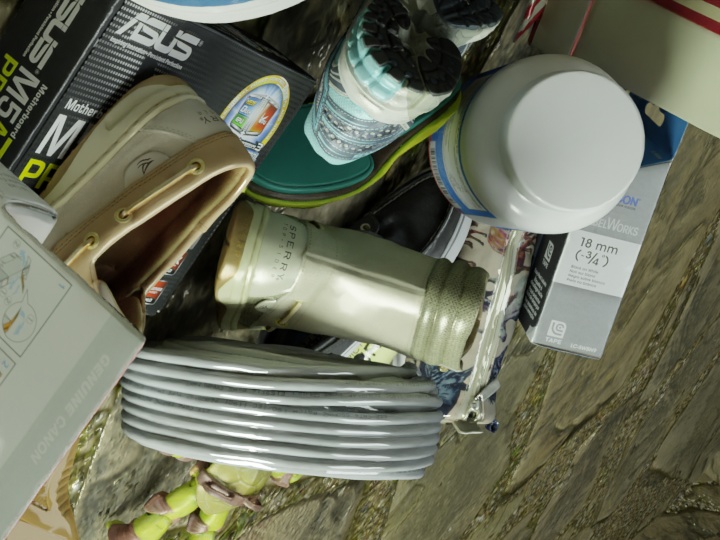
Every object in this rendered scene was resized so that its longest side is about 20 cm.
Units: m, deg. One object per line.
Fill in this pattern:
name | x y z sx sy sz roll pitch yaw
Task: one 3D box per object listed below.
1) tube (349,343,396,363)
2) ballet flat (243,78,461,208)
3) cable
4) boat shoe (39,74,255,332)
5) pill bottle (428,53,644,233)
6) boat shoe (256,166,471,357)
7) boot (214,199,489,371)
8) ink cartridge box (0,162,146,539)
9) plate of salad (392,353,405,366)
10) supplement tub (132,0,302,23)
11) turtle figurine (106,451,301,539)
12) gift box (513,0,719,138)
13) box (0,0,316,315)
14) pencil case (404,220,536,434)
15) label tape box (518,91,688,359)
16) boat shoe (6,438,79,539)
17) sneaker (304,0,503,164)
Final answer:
tube | -0.003 0.055 1.152 0.200 0.058 0.052 -58 -163 30
ballet flat | -0.012 -0.073 0.927 0.200 0.067 0.067 -33 169 -41
cable | -0.049 0.082 0.924 0.200 0.199 0.069 179 -82 -82
boat shoe | -0.125 0.007 0.687 0.200 0.069 0.074 -52 159 3
pill bottle | 0.113 -0.079 0.973 0.112 0.112 0.200 -50 -172 -2
boat shoe | 0.000 0.000 1.071 0.200 0.070 0.066 -43 161 1
boot | -0.005 0.015 0.910 0.200 0.154 0.072 106 -1 -82
ink cartridge box | -0.187 0.052 0.611 0.200 0.173 0.044 -54 159 8
plate of salad | 0.076 0.010 1.246 0.200 0.048 0.200 -41 146 -37
supplement tub | -0.064 -0.188 0.504 0.145 0.145 0.200 -48 159 -7
turtle figurine | -0.092 0.149 1.074 0.200 0.064 0.161 19 117 -49
gift box | 0.221 -0.191 1.022 0.184 0.187 0.200 -16 135 -56
box | -0.120 -0.058 0.749 0.160 0.044 0.200 -54 159 9
pencil case | 0.086 0.019 1.135 0.078 0.089 0.201 7 100 -39
label tape box | 0.172 -0.055 1.162 0.144 0.063 0.200 -107 -148 -69
boat shoe | -0.195 0.102 0.837 0.071 0.069 0.200 -13 121 -30
sneaker | 0.015 -0.125 0.855 0.086 0.078 0.200 -44 -174 32
